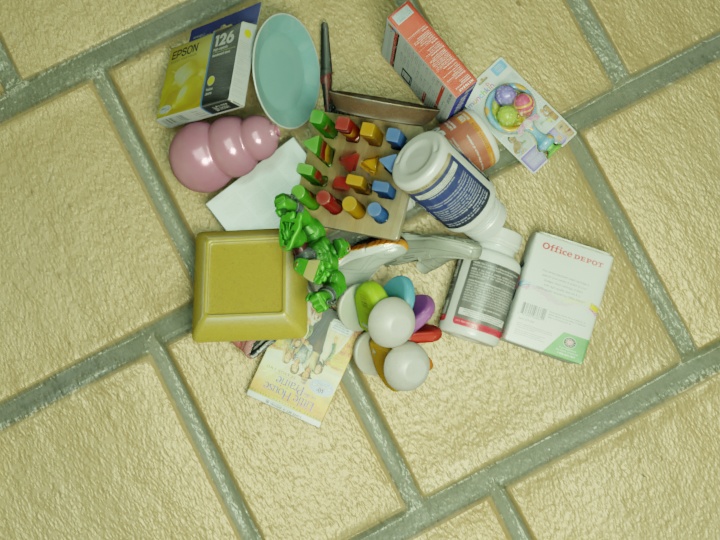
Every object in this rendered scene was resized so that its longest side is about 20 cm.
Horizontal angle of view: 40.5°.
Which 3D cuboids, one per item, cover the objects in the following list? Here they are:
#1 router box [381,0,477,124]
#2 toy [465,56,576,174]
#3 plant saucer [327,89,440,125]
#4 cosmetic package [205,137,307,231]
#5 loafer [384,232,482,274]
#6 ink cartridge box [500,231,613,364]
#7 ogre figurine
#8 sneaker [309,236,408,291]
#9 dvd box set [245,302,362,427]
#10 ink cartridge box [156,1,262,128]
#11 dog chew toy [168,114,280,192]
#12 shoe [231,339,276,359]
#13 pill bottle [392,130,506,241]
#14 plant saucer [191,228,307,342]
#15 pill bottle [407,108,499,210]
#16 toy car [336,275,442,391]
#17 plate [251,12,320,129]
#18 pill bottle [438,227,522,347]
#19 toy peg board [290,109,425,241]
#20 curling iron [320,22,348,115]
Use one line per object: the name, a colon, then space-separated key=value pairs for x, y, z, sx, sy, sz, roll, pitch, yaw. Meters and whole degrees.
router box: x=0.115 y=-0.354 z=1.696 sx=0.049 sy=0.200 sz=0.180 roll=-40 pitch=87 yaw=-5
toy: x=0.287 y=-0.286 z=1.767 sx=0.115 sy=0.047 sz=0.200 roll=-43 pitch=87 yaw=-6
plant saucer: x=0.039 y=-0.281 z=1.694 sx=0.199 sy=0.200 sz=0.035 roll=10 pitch=101 yaw=0
cosmetic package: x=-0.151 y=-0.116 z=1.740 sx=0.200 sy=0.052 sz=0.151 roll=-38 pitch=84 yaw=-5
loafer: x=0.122 y=-0.028 z=1.693 sx=0.199 sy=0.070 sz=0.070 roll=6 pitch=95 yaw=41
ink cartridge box: x=0.342 y=0.049 z=1.715 sx=0.145 sy=0.088 sz=0.201 roll=18 pitch=86 yaw=0
ogre figurine: x=-0.077 y=-0.028 z=1.604 sx=0.098 sy=0.120 sz=0.200 roll=-46 pitch=72 yaw=13
sneaker: x=0.000 y=0.000 z=1.710 sx=0.199 sy=0.076 sz=0.092 roll=-17 pitch=102 yaw=23
dvd box set: x=-0.096 y=0.157 z=1.724 sx=0.146 sy=0.029 sz=0.201 roll=25 pitch=84 yaw=1
ink cartridge box: x=-0.264 y=-0.361 z=1.692 sx=0.197 sy=0.047 sz=0.201 roll=-7 pitch=71 yaw=42
dog chew toy: x=-0.231 y=-0.211 z=1.694 sx=0.199 sy=0.124 sz=0.125 roll=-16 pitch=84 yaw=19
shoe: x=-0.153 y=0.058 z=1.700 sx=0.200 sy=0.071 sz=0.091 roll=-48 pitch=61 yaw=0
pill bottle: x=0.155 y=-0.133 z=1.625 sx=0.200 sy=0.111 sz=0.111 roll=37 pitch=83 yaw=-35
plant saucer: x=-0.191 y=0.017 z=1.654 sx=0.199 sy=0.048 sz=0.201 roll=-3 pitch=72 yaw=6
pill bottle: x=0.136 y=-0.189 z=1.722 sx=0.200 sy=0.112 sz=0.112 roll=-32 pitch=86 yaw=-4
toy car: x=0.065 y=0.097 z=1.647 sx=0.150 sy=0.175 sz=0.201 roll=-27 pitch=111 yaw=-20
plate: x=-0.135 y=-0.348 z=1.710 sx=0.025 sy=0.200 sz=0.201 roll=2 pitch=83 yaw=31
pill bottle: x=0.215 y=0.025 z=1.702 sx=0.110 sy=0.111 sz=0.201 roll=18 pitch=85 yaw=1
toy peg board: x=-0.016 y=-0.171 z=1.647 sx=0.198 sy=0.098 sz=0.201 roll=12 pitch=84 yaw=19
curling iron: x=-0.053 y=-0.355 z=1.776 sx=0.049 sy=0.026 sz=0.201 roll=-13 pitch=79 yaw=35
